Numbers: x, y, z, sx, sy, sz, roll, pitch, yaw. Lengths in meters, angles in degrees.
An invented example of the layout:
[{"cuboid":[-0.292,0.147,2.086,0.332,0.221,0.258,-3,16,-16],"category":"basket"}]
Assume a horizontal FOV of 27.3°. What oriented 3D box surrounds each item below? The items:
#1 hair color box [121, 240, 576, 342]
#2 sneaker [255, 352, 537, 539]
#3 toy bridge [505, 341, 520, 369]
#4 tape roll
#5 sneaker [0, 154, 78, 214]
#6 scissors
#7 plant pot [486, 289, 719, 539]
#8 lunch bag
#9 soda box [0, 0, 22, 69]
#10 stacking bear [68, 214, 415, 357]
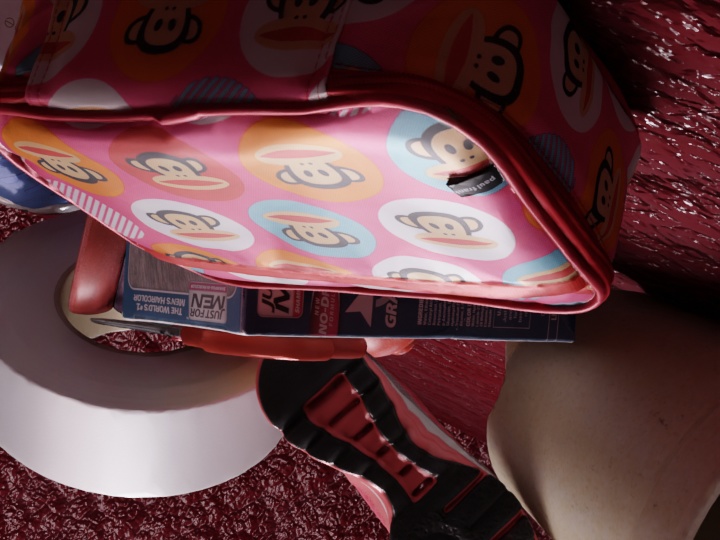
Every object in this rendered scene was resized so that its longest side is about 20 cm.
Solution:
[{"cuboid":[0.000,0.000,0.697,0.200,0.061,0.100,3,180,-39],"category":"hair color box"},{"cuboid":[0.031,0.101,0.781,0.200,0.074,0.087,50,-169,-2],"category":"sneaker"},{"cuboid":[0.170,0.083,0.886,0.200,0.067,0.027,20,150,-30],"category":"toy bridge"},{"cuboid":[-0.135,0.043,0.901,0.202,0.071,0.203,6,-143,-5],"category":"tape roll"},{"cuboid":[-0.227,-0.107,0.850,0.200,0.076,0.077,45,160,-18],"category":"sneaker"},{"cuboid":[-0.085,0.029,0.723,0.200,0.014,0.073,5,-177,36],"category":"scissors"},{"cuboid":[0.168,0.101,0.745,0.200,0.201,0.183,31,-177,-38],"category":"plant pot"},{"cuboid":[-0.010,-0.043,0.510,0.200,0.082,0.176,4,159,31],"category":"lunch bag"},{"cuboid":[-0.134,-0.107,0.654,0.200,0.068,0.064,28,171,-27],"category":"soda box"},{"cuboid":[-0.055,-0.005,0.840,0.200,0.122,0.114,14,-149,-9],"category":"stacking bear"}]
